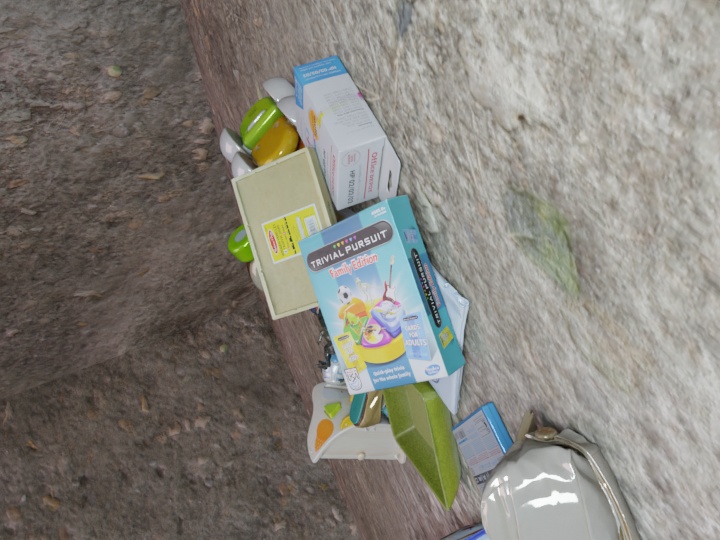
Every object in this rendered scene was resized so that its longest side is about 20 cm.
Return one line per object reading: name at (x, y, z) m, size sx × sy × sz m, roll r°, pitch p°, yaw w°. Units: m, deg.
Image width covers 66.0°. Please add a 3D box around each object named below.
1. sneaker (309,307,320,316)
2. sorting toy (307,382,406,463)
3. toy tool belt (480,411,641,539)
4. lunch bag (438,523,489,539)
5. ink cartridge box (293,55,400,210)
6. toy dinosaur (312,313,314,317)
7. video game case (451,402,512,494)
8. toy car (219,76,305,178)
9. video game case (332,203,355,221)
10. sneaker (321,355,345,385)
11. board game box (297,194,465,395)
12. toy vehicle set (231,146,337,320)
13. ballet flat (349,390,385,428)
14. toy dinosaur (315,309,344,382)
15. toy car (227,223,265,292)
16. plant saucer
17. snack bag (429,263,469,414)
sneaker at (-0.076, 0.055, 1.095) m, size 0.200 × 0.077 × 0.076 m, roll 120°, pitch 174°, yaw -67°
sorting toy at (-0.016, 0.285, 1.104) m, size 0.180 × 0.197 × 0.108 m, roll 48°, pitch 123°, yaw 58°
toy tool belt at (0.174, 0.234, 0.477) m, size 0.123 × 0.123 × 0.203 m, roll -13°, pitch -94°, yaw -73°
lunch bag at (0.112, 0.436, 0.741) m, size 0.171 × 0.197 × 0.125 m, roll 100°, pitch 147°, yaw -61°
ink cartridge box at (-0.023, -0.167, 0.730) m, size 0.116 × 0.067 × 0.202 m, roll 95°, pitch 152°, yaw -58°
toy dinosaur at (-0.070, 0.060, 1.254) m, size 0.106 × 0.060 × 0.203 m, roll -16°, pitch 99°, yaw 51°
video game case at (0.175, 0.267, 0.654) m, size 0.144 × 0.018 × 0.202 m, roll 104°, pitch 144°, yaw -64°
toy car at (-0.141, -0.223, 0.982) m, size 0.149 × 0.175 × 0.201 m, roll 33°, pitch -164°, yaw -44°
video game case at (0.000, 0.000, 0.912) m, size 0.200 × 0.023 × 0.185 m, roll -136°, pitch 37°, yaw -62°
sneaker at (-0.036, 0.194, 1.199) m, size 0.200 × 0.071 × 0.074 m, roll -10°, pitch -68°, yaw -83°
board game box at (0.019, 0.035, 0.656) m, size 0.150 × 0.047 × 0.203 m, roll -21°, pitch 89°, yaw 39°
toy vehicle set at (-0.090, -0.047, 0.747) m, size 0.026 × 0.122 × 0.203 m, roll -17°, pitch -89°, yaw -71°
ballet flat at (0.029, 0.178, 0.973) m, size 0.069 × 0.062 × 0.203 m, roll 37°, pitch 117°, yaw 62°
toy dinosaur at (-0.037, 0.146, 0.970) m, size 0.200 × 0.047 × 0.089 m, roll 42°, pitch 129°, yaw 44°
toy car at (-0.136, -0.062, 0.908) m, size 0.165 × 0.158 × 0.200 m, roll 48°, pitch 177°, yaw -39°
plant saucer at (0.090, 0.222, 0.849) m, size 0.200 × 0.047 × 0.203 m, roll -142°, pitch 36°, yaw -64°
snack bag at (0.083, 0.056, 0.722) m, size 0.189 × 0.021 × 0.202 m, roll -126°, pitch 24°, yaw -46°
